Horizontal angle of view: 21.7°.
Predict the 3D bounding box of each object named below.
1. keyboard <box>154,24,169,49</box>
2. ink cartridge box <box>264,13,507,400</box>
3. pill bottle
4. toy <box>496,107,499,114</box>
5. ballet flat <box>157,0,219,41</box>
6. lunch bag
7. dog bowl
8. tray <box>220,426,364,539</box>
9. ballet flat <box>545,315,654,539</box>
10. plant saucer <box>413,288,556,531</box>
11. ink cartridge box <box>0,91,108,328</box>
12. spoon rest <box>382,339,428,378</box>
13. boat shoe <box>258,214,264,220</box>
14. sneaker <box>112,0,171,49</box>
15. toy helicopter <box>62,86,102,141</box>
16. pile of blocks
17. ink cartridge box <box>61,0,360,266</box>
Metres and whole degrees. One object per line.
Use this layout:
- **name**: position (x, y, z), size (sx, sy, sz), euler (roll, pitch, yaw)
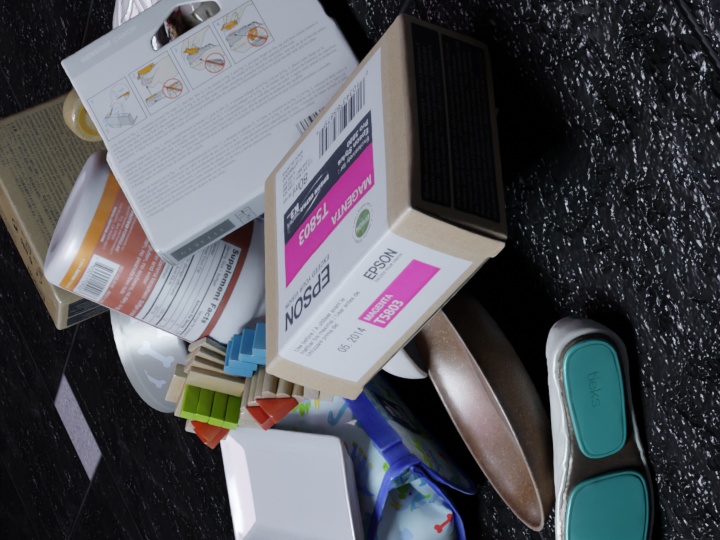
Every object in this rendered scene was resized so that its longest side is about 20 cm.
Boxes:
- **keyboard**: position (-0.145, -0.121, 1.559), size (0.057, 0.011, 0.201), euler (-99, -4, -50)
- **ink cartridge box**: position (0.010, -0.040, 1.232), size (0.200, 0.075, 0.166), euler (-48, 34, 43)
- **pill bottle**: position (-0.138, -0.006, 1.471), size (0.113, 0.199, 0.113), euler (-58, 17, 29)
- **toy**: position (0.042, -0.038, 1.317), size (0.200, 0.047, 0.116), euler (-17, 51, 65)
- **ballet flat**: position (-0.123, -0.198, 1.554), size (0.064, 0.075, 0.201), euler (34, 150, 38)
- **lunch bag**: position (0.003, 0.161, 1.505), size (0.170, 0.127, 0.201), euler (49, 159, 39)
- **dog bowl**: position (-0.150, 0.025, 1.672), size (0.058, 0.200, 0.202), euler (-4, 112, 22)
- **tray**: position (-0.051, 0.175, 1.470), size (0.199, 0.022, 0.109), euler (-1, 99, 59)
- **ballet flat**: position (0.153, 0.120, 1.237), size (0.069, 0.069, 0.202), euler (27, 129, 57)
- **plant saucer**: position (0.090, 0.085, 1.318), size (0.201, 0.036, 0.201), euler (59, 171, 15)
- **ink cartridge box**: position (-0.259, -0.069, 1.809), size (0.201, 0.164, 0.075), euler (61, 159, 17)
- **spoon rest**: position (0.000, 0.000, 1.442), size (0.201, 0.060, 0.099), euler (57, -172, 30)
- **boat shoe**: position (-0.088, 0.006, 1.641), size (0.084, 0.068, 0.202), euler (25, 131, 57)
- **sneaker**: position (-0.169, -0.237, 1.607), size (0.099, 0.077, 0.202), euler (5, 116, 60)
- **toy helicopter**: position (-0.142, -0.123, 1.483), size (0.079, 0.198, 0.133), euler (46, 133, 44)
- **pile of blocks**: position (-0.089, 0.091, 1.442), size (0.199, 0.082, 0.063), euler (-29, 43, 44)
- **ink cartridge box**: position (-0.100, -0.128, 1.395), size (0.174, 0.199, 0.044), euler (60, -178, 19)
